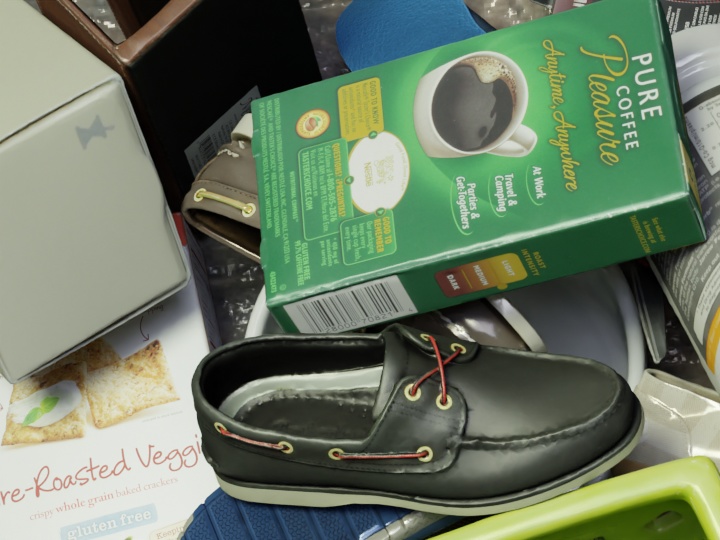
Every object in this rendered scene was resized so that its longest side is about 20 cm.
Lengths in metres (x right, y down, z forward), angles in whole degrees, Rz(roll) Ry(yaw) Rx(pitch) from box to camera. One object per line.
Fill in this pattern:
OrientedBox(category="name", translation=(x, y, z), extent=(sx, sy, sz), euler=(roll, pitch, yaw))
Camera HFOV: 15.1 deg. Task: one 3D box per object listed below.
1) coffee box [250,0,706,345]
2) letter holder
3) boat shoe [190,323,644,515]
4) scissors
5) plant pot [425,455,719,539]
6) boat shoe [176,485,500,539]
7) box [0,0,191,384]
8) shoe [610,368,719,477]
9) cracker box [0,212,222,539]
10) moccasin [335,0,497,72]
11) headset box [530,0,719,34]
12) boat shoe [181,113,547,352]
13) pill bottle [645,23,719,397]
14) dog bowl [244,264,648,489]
OrientedBox(category="coffee box", translation=(0.051, -0.046, 1.226), extent=(0.199, 0.044, 0.124), euler=(-16, 52, 12))
OrientedBox(category="letter holder", translation=(-0.108, -0.133, 1.371), extent=(0.101, 0.200, 0.142), euler=(-43, 69, -11))
OrientedBox(category="boat shoe", translation=(0.023, 0.062, 1.190), extent=(0.200, 0.063, 0.074), euler=(-2, 45, 15))
OrientedBox(category="scissors", translation=(0.132, -0.009, 1.317), extent=(0.073, 0.200, 0.014), euler=(28, 119, 3))
OrientedBox(category="plant pot", translation=(0.100, 0.223, 1.219), extent=(0.199, 0.182, 0.200), euler=(-18, 69, 2))
OrientedBox(category="boat shoe", translation=(0.014, 0.115, 1.241), extent=(0.199, 0.073, 0.073), euler=(-22, 51, 2))
OrientedBox(category="box", translation=(-0.189, -0.057, 1.349), extent=(0.109, 0.128, 0.200), euler=(-31, 38, -17))
OrientedBox(category="shoe", translation=(0.214, 0.089, 1.237), extent=(0.198, 0.070, 0.054), euler=(11, 94, 14))
OrientedBox(category="cracker box", translation=(-0.130, 0.084, 1.375), extent=(0.133, 0.058, 0.201), euler=(-15, 68, 4))
OrientedBox(category="moccasin", translation=(0.054, -0.084, 1.387), extent=(0.080, 0.068, 0.200), euler=(-41, 42, -4))
OrientedBox(category="headset box", translation=(0.186, -0.151, 1.398), extent=(0.198, 0.075, 0.150), euler=(9, 72, 12))
OrientedBox(category="boat shoe", translation=(0.000, 0.000, 1.292), extent=(0.200, 0.072, 0.060), euler=(36, 76, 24))
OrientedBox(category="pill bottle", translation=(0.188, -0.021, 1.248), extent=(0.116, 0.117, 0.201), euler=(-22, 41, 1))
OrientedBox(category="dog bowl", translation=(0.044, 0.059, 1.343), extent=(0.198, 0.079, 0.202), euler=(-3, 69, 9))
